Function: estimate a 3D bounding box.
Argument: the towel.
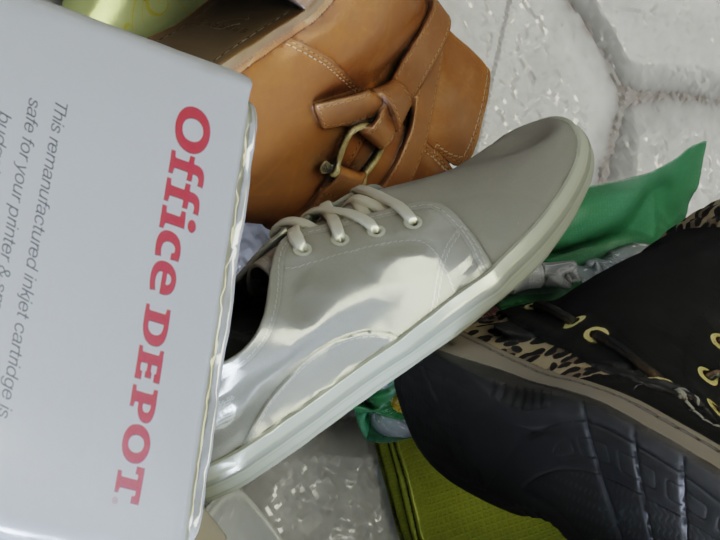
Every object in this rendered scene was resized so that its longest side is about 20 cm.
[{"bbox_3d":[0.046,0.076,0.852,0.086,0.018,0.201,-15,91,-38],"label":"towel"}]

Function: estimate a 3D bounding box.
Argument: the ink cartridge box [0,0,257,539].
[{"bbox_3d":[-0.137,-0.007,0.579,0.199,0.087,0.146,17,73,-32],"label":"ink cartridge box"}]

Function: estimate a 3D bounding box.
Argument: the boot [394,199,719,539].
[{"bbox_3d":[0.121,0.039,0.719,0.150,0.200,0.073,-26,115,-27],"label":"boot"}]

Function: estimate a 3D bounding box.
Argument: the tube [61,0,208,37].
[{"bbox_3d":[-0.064,-0.136,0.788,0.058,0.052,0.201,15,78,0],"label":"tube"}]

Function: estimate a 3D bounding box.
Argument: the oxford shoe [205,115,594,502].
[{"bbox_3d":[0.000,0.000,0.734,0.200,0.075,0.058,-36,110,-20],"label":"oxford shoe"}]

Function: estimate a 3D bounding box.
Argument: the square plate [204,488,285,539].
[{"bbox_3d":[-0.047,0.212,0.745,0.200,0.028,0.198,53,54,-18],"label":"square plate"}]

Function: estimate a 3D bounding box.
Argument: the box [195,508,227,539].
[{"bbox_3d":[-0.144,0.043,0.669,0.200,0.078,0.095,52,56,-18],"label":"box"}]

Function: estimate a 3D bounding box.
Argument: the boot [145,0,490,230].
[{"bbox_3d":[-0.041,-0.036,0.767,0.155,0.077,0.201,40,74,-46],"label":"boot"}]

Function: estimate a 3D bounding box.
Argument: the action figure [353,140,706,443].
[{"bbox_3d":[0.061,0.024,0.824,0.199,0.055,0.119,-12,113,-35],"label":"action figure"}]
